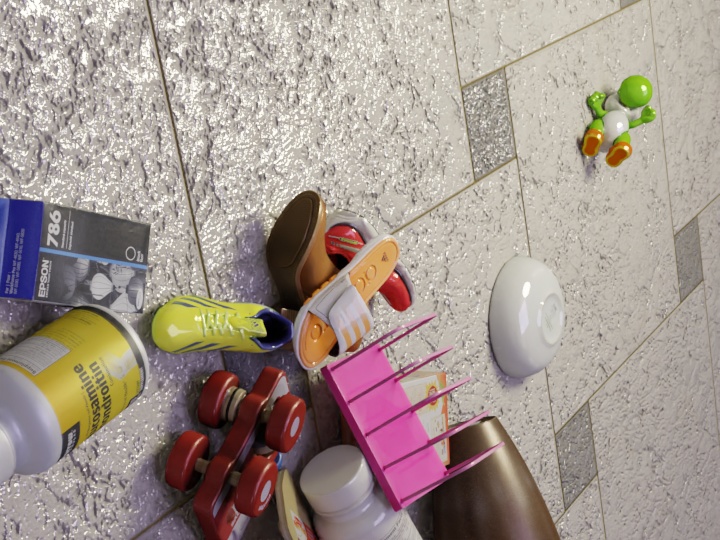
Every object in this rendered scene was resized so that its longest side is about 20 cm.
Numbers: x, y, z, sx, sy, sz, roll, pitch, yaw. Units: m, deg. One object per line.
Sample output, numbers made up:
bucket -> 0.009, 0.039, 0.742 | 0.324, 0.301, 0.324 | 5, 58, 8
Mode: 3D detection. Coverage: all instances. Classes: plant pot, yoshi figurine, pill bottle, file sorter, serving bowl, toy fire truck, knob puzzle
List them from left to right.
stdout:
pill bottle -> -0.300, 0.122, 1.245 | 0.200, 0.111, 0.113 | -40, 123, -48
toy fire truck -> -0.135, 0.220, 1.522 | 0.168, 0.111, 0.201 | 85, 26, -55
knob puzzle -> -0.075, 0.338, 1.603 | 0.220, 0.030, 0.221 | -21, 90, -86
pill bottle -> 0.003, 0.325, 1.687 | 0.115, 0.114, 0.201 | -55, 129, -39
file sorter -> 0.073, 0.172, 1.668 | 0.139, 0.125, 0.201 | -16, 76, -60
plant pot -> 0.178, 0.322, 1.937 | 0.186, 0.186, 0.201 | -12, 87, -55
serving bowl -> 0.286, 0.077, 2.163 | 0.200, 0.065, 0.202 | -2, 93, -57
yoshi figurine -> 0.476, -0.287, 2.400 | 0.113, 0.111, 0.200 | 59, 42, -30

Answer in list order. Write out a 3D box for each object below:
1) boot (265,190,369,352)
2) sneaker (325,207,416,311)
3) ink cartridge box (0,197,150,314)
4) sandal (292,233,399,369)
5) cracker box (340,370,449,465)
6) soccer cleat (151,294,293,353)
boot -> -0.041, 0.009, 1.640 | 0.155, 0.076, 0.202 | 10, 88, -45
sneaker -> 0.000, 0.000, 1.745 | 0.085, 0.077, 0.200 | -53, 131, -14
ink cartridge box -> -0.291, -0.013, 1.320 | 0.200, 0.039, 0.100 | 10, 84, -55
sandal -> -0.004, 0.035, 1.600 | 0.207, 0.059, 0.079 | -51, 134, -24
cracker box -> 0.049, 0.217, 1.822 | 0.200, 0.057, 0.135 | -6, 95, -57
soccer cleat -> -0.153, 0.062, 1.488 | 0.200, 0.083, 0.065 | 5, 88, -56
